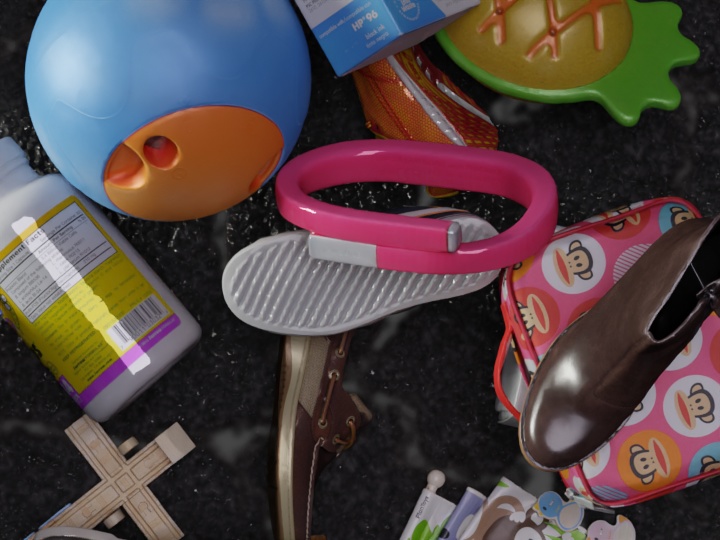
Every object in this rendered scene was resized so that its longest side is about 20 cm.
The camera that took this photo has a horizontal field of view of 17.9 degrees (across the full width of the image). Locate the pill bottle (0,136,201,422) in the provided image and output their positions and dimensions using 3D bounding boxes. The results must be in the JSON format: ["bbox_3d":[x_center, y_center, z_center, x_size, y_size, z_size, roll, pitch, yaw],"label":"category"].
[{"bbox_3d":[-0.213,0.003,1.627,0.104,0.104,0.200,-40,89,-7],"label":"pill bottle"}]

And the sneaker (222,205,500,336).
[{"bbox_3d":[0.000,0.000,1.627,0.199,0.079,0.079,-7,98,-4],"label":"sneaker"}]

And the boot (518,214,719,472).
[{"bbox_3d":[0.172,0.045,1.463,0.072,0.166,0.200,38,88,4],"label":"boot"}]

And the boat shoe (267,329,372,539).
[{"bbox_3d":[-0.027,0.104,1.652,0.072,0.072,0.201,6,76,-6],"label":"boat shoe"}]

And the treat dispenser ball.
[{"bbox_3d":[-0.134,-0.134,1.598,0.200,0.201,0.202,0,85,-5],"label":"treat dispenser ball"}]

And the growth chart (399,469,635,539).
[{"bbox_3d":[0.116,0.226,1.679,0.199,0.018,0.145,21,83,-4],"label":"growth chart"}]

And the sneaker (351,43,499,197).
[{"bbox_3d":[0.018,-0.140,1.678,0.077,0.073,0.200,-44,72,34],"label":"sneaker"}]

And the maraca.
[{"bbox_3d":[0.147,-0.175,1.667,0.199,0.107,0.137,22,65,7],"label":"maraca"}]

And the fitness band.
[{"bbox_3d":[0.038,-0.048,1.578,0.199,0.144,0.038,9,120,20],"label":"fitness band"}]

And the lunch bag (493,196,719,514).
[{"bbox_3d":[0.179,0.062,1.582,0.175,0.082,0.201,-19,86,-4],"label":"lunch bag"}]

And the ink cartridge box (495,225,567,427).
[{"bbox_3d":[0.211,0.061,1.668,0.199,0.085,0.145,12,84,-2],"label":"ink cartridge box"}]

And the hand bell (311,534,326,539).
[{"bbox_3d":[-0.015,0.289,1.637,0.104,0.104,0.201,-8,74,-6],"label":"hand bell"}]

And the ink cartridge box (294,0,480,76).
[{"bbox_3d":[-0.013,-0.248,1.597,0.068,0.116,0.200,-30,90,37],"label":"ink cartridge box"}]

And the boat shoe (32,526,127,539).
[{"bbox_3d":[-0.138,0.224,1.618,0.199,0.067,0.057,8,60,-14],"label":"boat shoe"}]

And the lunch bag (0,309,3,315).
[{"bbox_3d":[-0.341,0.070,1.586,0.200,0.151,0.094,-31,88,-7],"label":"lunch bag"}]

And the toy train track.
[{"bbox_3d":[-0.204,0.180,1.647,0.200,0.033,0.115,-38,89,-6],"label":"toy train track"}]
